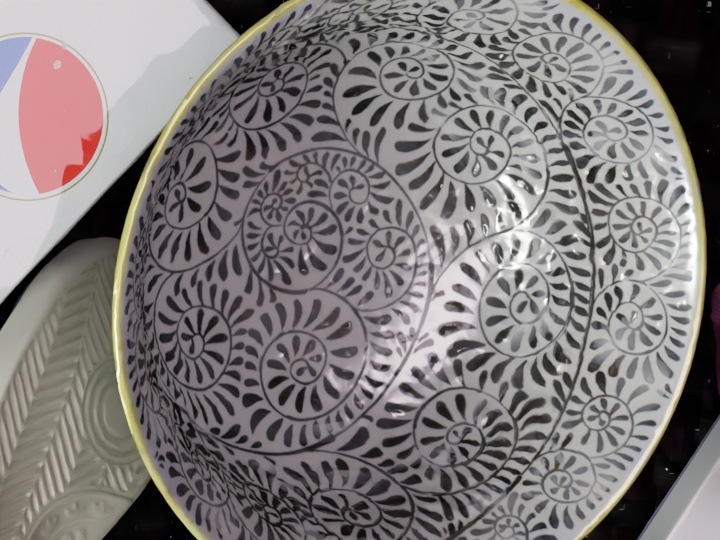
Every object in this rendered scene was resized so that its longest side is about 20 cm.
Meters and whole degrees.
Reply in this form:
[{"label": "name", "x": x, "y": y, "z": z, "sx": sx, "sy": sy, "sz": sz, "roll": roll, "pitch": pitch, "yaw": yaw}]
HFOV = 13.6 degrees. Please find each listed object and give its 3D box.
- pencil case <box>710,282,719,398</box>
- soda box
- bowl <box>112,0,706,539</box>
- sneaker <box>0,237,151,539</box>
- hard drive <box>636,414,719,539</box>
[{"label": "pencil case", "x": 0.210, "y": 0.016, "z": 0.971, "sx": 0.199, "sy": 0.091, "sz": 0.094, "roll": -16, "pitch": 118, "yaw": -1}, {"label": "soda box", "x": -0.130, "y": -0.022, "z": 0.932, "sx": 0.068, "sy": 0.064, "sz": 0.200, "roll": 45, "pitch": 79, "yaw": -12}, {"label": "bowl", "x": 0.000, "y": 0.000, "z": 0.945, "sx": 0.200, "sy": 0.094, "sz": 0.202, "roll": -5, "pitch": 101, "yaw": -25}, {"label": "sneaker", "x": -0.125, "y": 0.076, "z": 0.933, "sx": 0.075, "sy": 0.084, "sz": 0.201, "roll": 48, "pitch": 52, "yaw": -34}, {"label": "hard drive", "x": 0.200, "y": 0.113, "z": 1.047, "sx": 0.200, "sy": 0.025, "sz": 0.132, "roll": 38, "pitch": 80, "yaw": -13}]
